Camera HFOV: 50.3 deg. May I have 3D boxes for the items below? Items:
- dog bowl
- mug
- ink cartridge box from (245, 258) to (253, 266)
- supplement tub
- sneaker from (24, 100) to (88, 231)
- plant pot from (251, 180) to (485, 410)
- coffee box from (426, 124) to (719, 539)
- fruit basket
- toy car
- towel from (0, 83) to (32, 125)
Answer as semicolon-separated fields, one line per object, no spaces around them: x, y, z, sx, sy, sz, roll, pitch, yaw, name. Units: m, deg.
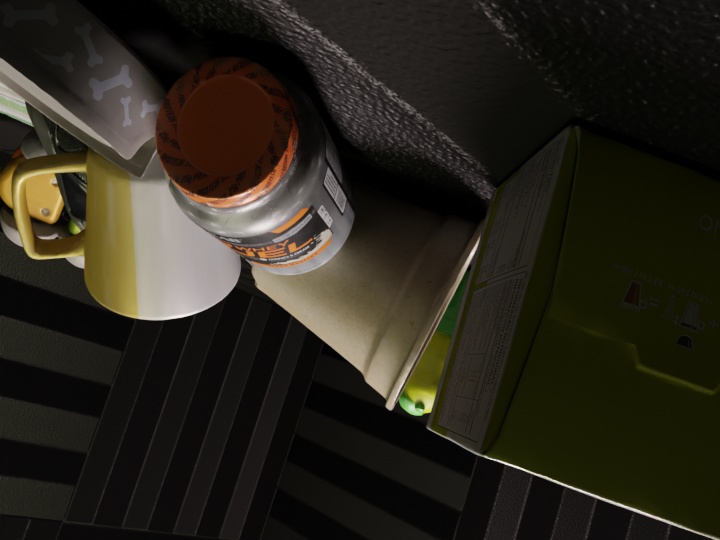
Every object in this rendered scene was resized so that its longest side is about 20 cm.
-0.215;-0.147;0.530;0.198;0.059;0.200;34;173;5;dog bowl
-0.194;-0.056;0.683;0.184;0.156;0.148;-27;-131;-36;mug
-0.132;-0.048;0.928;0.200;0.044;0.174;45;179;17;ink cartridge box
-0.075;-0.074;0.590;0.120;0.126;0.200;17;172;12;supplement tub
-0.248;-0.101;0.764;0.112;0.076;0.204;6;124;35;sneaker
0.000;0.000;0.749;0.180;0.204;0.201;28;174;8;plant pot
0.176;0.051;0.530;0.195;0.205;0.198;19;172;-2;coffee box
0.107;0.098;1.035;0.210;0.221;0.156;17;172;12;fruit basket
-0.411;-0.118;1.107;0.196;0.177;0.151;22;-154;-23;toy car
-0.395;-0.207;0.854;0.147;0.032;0.198;21;170;-31;towel
